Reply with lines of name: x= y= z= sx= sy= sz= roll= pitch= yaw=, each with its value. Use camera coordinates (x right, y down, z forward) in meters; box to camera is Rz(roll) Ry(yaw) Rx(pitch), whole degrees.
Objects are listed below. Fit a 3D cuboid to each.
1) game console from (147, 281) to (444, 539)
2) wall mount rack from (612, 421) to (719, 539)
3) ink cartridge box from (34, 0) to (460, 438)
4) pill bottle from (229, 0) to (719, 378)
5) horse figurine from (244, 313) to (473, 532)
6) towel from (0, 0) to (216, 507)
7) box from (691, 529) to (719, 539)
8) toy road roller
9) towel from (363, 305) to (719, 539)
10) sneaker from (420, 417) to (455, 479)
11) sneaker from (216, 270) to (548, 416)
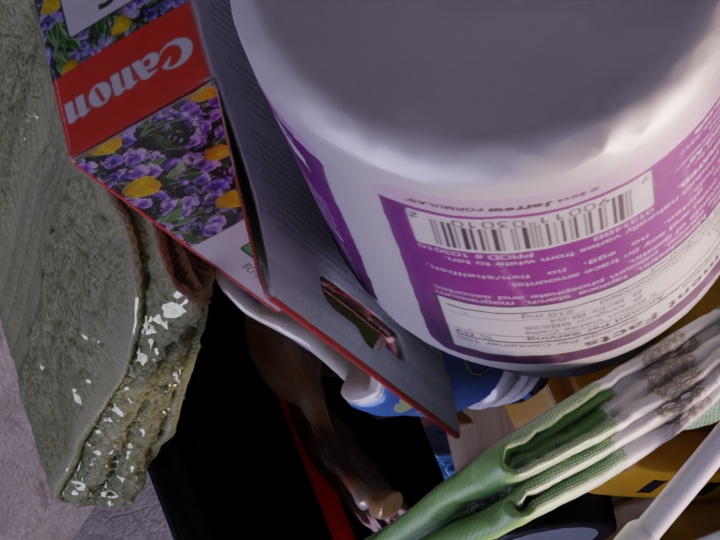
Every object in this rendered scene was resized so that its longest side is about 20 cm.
game console: x=-0.045 y=0.028 z=0.966 sx=0.177 sy=0.031 sz=0.200 roll=0 pitch=-116 yaw=-57
wall mount rack: x=0.164 y=0.052 z=0.643 sx=0.200 sy=0.075 sz=0.174 roll=35 pitch=136 yaw=-30
ink cartridge box: x=-0.039 y=-0.045 z=0.709 sx=0.109 sy=0.050 sz=0.200 roll=39 pitch=-151 yaw=-52
pill bottle: x=0.039 y=-0.040 z=0.610 sx=0.112 sy=0.112 sz=0.200 roll=32 pitch=169 yaw=16
horse figurine: x=0.000 y=0.000 z=0.893 sx=0.050 sy=0.200 sz=0.133 roll=-6 pitch=-150 yaw=-31
towel: x=-0.095 y=-0.014 z=0.811 sx=0.200 sy=0.036 sz=0.148 roll=117 pitch=134 yaw=-64
box: x=0.163 y=0.195 z=0.905 sx=0.131 sy=0.199 sz=0.200 roll=3 pitch=158 yaw=-40
toy road roller: x=0.123 y=0.034 z=0.921 sx=0.200 sy=0.123 sz=0.146 roll=6 pitch=155 yaw=-42
towel: x=0.071 y=0.048 z=0.717 sx=0.031 sy=0.200 sz=0.149 roll=56 pitch=141 yaw=8
sneaker: x=0.059 y=0.059 z=1.078 sx=0.087 sy=0.200 sz=0.075 roll=-99 pitch=-6 yaw=-46
sneaker: x=-0.020 y=-0.034 z=0.799 sx=0.077 sy=0.076 sz=0.200 roll=-18 pitch=-123 yaw=-47
